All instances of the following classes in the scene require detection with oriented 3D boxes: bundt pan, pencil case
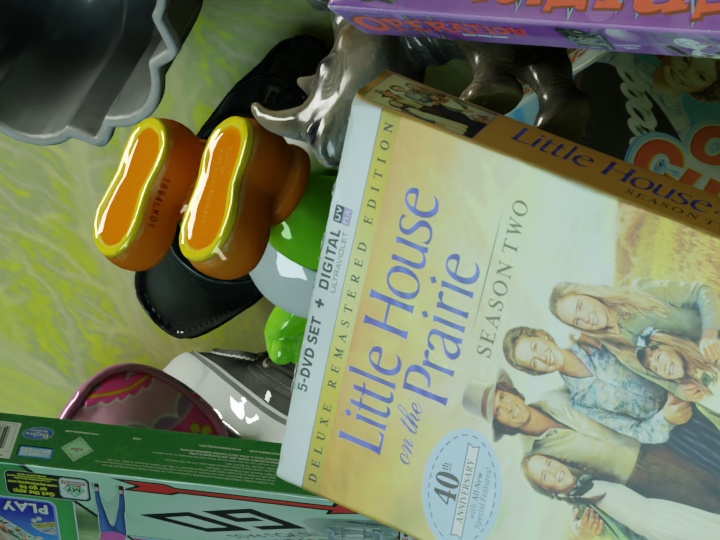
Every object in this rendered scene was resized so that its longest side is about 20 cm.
[{"bbox_3d":[-0.136,-0.148,0.917,0.201,0.076,0.203,23,142,20],"label":"bundt pan"},{"bbox_3d":[-0.109,0.095,1.105,0.087,0.088,0.200,39,166,-3],"label":"pencil case"}]

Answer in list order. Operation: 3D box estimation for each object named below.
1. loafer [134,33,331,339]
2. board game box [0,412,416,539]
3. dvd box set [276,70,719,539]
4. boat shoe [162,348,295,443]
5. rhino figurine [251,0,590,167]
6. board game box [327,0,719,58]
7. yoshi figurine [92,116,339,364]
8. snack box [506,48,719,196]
[{"bbox_3d":[-0.058,-0.023,0.995,0.068,0.070,0.201,39,144,0],"label":"loafer"},{"bbox_3d":[-0.063,0.121,0.977,0.198,0.029,0.135,6,133,7],"label":"board game box"},{"bbox_3d":[0.076,0.038,0.753,0.199,0.029,0.147,23,119,17],"label":"dvd box set"},{"bbox_3d":[-0.020,0.065,1.060,0.070,0.066,0.200,54,165,-25],"label":"boat shoe"},{"bbox_3d":[0.049,-0.087,0.786,0.199,0.088,0.060,-22,150,24],"label":"rhino figurine"},{"bbox_3d":[0.090,-0.125,0.721,0.199,0.121,0.032,7,172,34],"label":"board game box"},{"bbox_3d":[-0.001,0.015,0.901,0.199,0.113,0.112,21,129,-39],"label":"yoshi figurine"},{"bbox_3d":[0.151,-0.012,0.859,0.200,0.037,0.116,46,142,-11],"label":"snack box"}]
